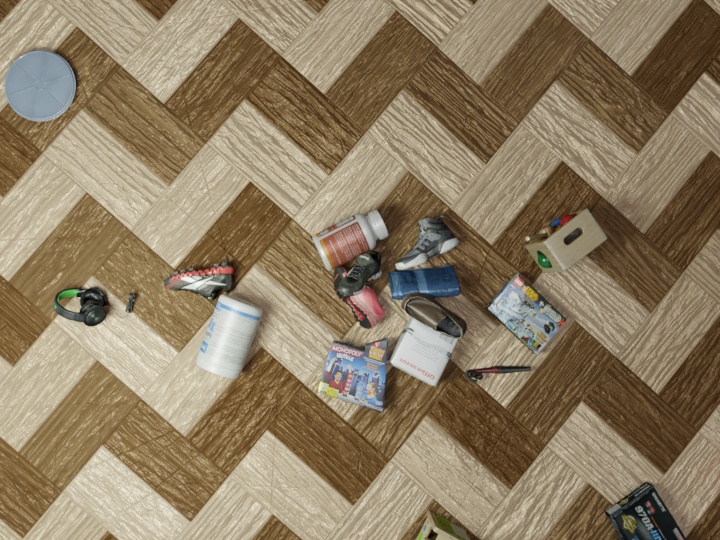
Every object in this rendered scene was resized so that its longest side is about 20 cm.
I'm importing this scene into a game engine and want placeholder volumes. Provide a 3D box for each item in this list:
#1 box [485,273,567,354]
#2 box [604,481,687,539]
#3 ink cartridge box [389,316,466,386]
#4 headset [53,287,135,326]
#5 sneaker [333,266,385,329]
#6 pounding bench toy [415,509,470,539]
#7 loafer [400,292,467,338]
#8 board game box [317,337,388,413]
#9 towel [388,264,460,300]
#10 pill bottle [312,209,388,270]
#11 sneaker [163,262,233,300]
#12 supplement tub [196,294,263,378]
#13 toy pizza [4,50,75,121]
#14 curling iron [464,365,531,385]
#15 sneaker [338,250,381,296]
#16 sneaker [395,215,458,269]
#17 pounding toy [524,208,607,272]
[{"bbox_3d":[0.482,0.126,1.680,0.200,0.040,0.137,43,88,-1],"label":"box"},{"bbox_3d":[0.833,0.749,1.677,0.158,0.046,0.202,-32,90,-3],"label":"box"},{"bbox_3d":[0.189,0.203,1.639,0.145,0.086,0.202,27,88,-2],"label":"ink cartridge box"},{"bbox_3d":[-0.729,0.088,1.580,0.198,0.124,0.095,12,116,-31],"label":"headset"},{"bbox_3d":[-0.004,0.069,1.653,0.086,0.074,0.201,-29,82,-34],"label":"sneaker"},{"bbox_3d":[0.248,0.807,1.605,0.198,0.124,0.157,29,87,-2],"label":"pounding bench toy"},{"bbox_3d":[0.203,0.123,1.559,0.198,0.071,0.074,25,102,-2],"label":"loafer"},{"bbox_3d":[-0.001,0.275,1.640,0.197,0.062,0.203,18,86,-2],"label":"board game box"},{"bbox_3d":[0.180,0.035,1.632,0.197,0.112,0.049,-4,125,-3],"label":"towel"},{"bbox_3d":[-0.027,-0.090,1.623,0.198,0.112,0.113,-26,90,-3],"label":"pill bottle"},{"bbox_3d":[-0.450,0.041,1.617,0.197,0.071,0.100,-9,87,-5],"label":"sneaker"},{"bbox_3d":[-0.360,0.179,1.588,0.130,0.132,0.203,21,86,-2],"label":"supplement tub"},{"bbox_3d":[-0.902,-0.520,1.630,0.197,0.032,0.204,0,87,-2],"label":"toy pizza"},{"bbox_3d":[0.399,0.299,1.675,0.197,0.026,0.050,-6,52,-7],"label":"curling iron"},{"bbox_3d":[0.000,0.000,1.581,0.066,0.200,0.092,21,121,24],"label":"sneaker"},{"bbox_3d":[0.175,-0.083,1.655,0.198,0.075,0.115,-25,89,-9],"label":"sneaker"},{"bbox_3d":[0.550,-0.085,1.617,0.199,0.184,0.143,-36,90,-3],"label":"pounding toy"}]
